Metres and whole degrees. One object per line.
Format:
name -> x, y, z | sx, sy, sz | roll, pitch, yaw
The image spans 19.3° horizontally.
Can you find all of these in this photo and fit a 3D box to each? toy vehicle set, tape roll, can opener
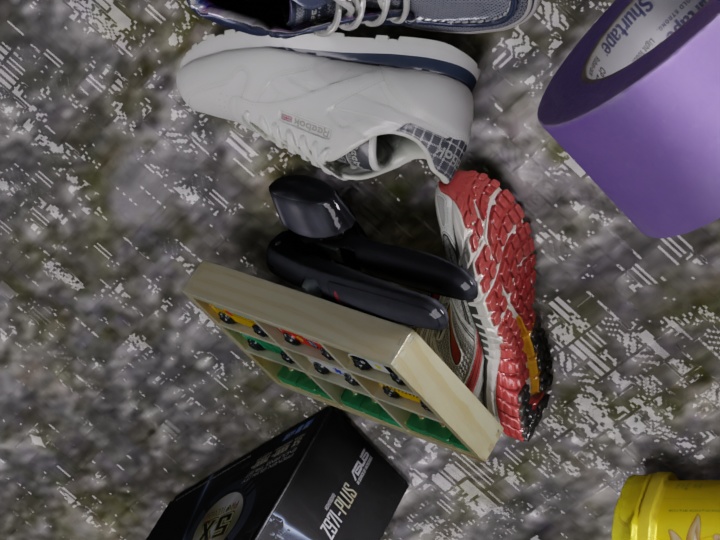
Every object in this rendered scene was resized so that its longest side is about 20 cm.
toy vehicle set -> -0.013, 0.057, 1.374 | 0.200, 0.027, 0.124 | 17, 158, 44
tape roll -> 0.192, -0.116, 1.099 | 0.085, 0.200, 0.200 | 44, 131, -12
can opener -> 0.000, 0.000, 1.329 | 0.200, 0.063, 0.079 | 29, 163, 52

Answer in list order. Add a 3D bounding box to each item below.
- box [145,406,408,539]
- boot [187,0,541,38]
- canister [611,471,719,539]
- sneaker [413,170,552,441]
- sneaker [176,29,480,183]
box -> -0.084, 0.210, 1.512 | 0.086, 0.164, 0.200 | 46, 132, -13
boot -> 0.002, -0.161, 1.232 | 0.199, 0.090, 0.073 | 11, 129, 19
canister -> 0.279, 0.202, 1.381 | 0.199, 0.087, 0.149 | -3, 124, 26
sneaker -> 0.066, 0.026, 1.354 | 0.082, 0.078, 0.201 | 7, 127, 23
sneaker -> -0.027, -0.098, 1.287 | 0.199, 0.081, 0.076 | 4, 169, 26
